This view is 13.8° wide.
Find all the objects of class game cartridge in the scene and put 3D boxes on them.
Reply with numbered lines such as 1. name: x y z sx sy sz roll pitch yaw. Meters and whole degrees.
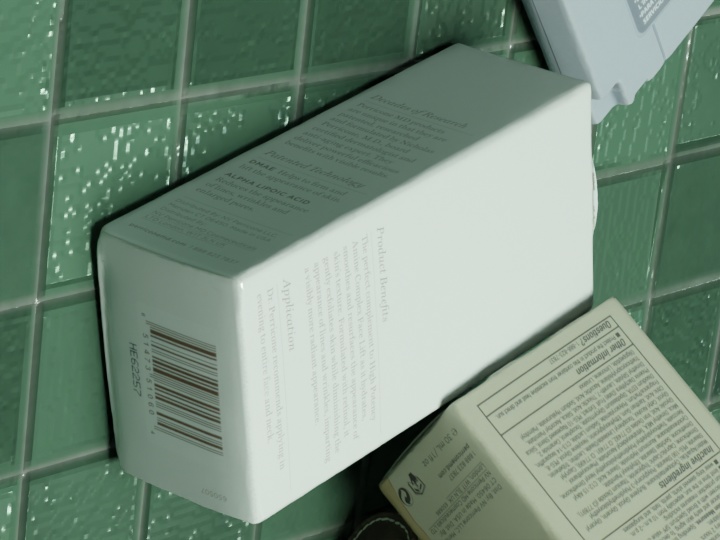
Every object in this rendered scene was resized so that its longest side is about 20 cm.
1. game cartridge: 0.126 -0.173 1.197 0.200 0.040 0.134 -50 142 -24

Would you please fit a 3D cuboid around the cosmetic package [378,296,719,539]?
1. cosmetic package: 0.113 0.121 1.126 0.103 0.200 0.073 -30 167 -38

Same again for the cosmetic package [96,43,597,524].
1. cosmetic package: 0.000 0.000 1.090 0.200 0.074 0.102 -30 128 -43

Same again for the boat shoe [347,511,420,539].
1. boat shoe: -0.024 0.173 1.138 0.072 0.072 0.201 41 64 -36
